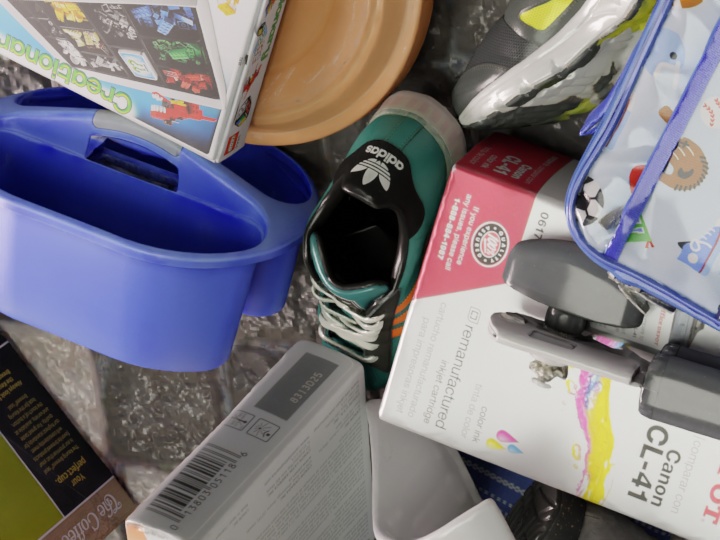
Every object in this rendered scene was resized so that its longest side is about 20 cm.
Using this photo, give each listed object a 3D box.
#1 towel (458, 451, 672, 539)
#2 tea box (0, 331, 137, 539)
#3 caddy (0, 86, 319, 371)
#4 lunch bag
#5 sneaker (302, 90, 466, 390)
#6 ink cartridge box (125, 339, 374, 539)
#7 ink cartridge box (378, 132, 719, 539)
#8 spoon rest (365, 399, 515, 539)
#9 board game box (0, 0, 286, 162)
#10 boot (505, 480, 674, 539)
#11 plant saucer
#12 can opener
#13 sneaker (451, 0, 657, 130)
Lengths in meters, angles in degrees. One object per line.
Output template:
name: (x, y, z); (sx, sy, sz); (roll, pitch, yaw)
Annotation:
towel: (0.104, 0.107, 1.556); (0.145, 0.024, 0.200); (27, 123, 12)
tea box: (-0.269, 0.130, 1.647); (0.134, 0.200, 0.197); (-38, 91, 33)
caddy: (-0.120, -0.034, 1.536); (0.200, 0.141, 0.105); (20, 124, 18)
lunch bag: (0.186, -0.063, 1.326); (0.160, 0.076, 0.200); (31, 111, 12)
sneaker: (0.000, 0.000, 1.505); (0.071, 0.080, 0.200); (28, 138, 17)
ink cartridge box: (-0.053, 0.159, 1.550); (0.050, 0.162, 0.200); (23, 137, 24)
ink cartridge box: (0.127, 0.036, 1.452); (0.200, 0.086, 0.148); (21, 109, 15)
spoon rest: (0.033, 0.121, 1.479); (0.061, 0.200, 0.099); (-27, 101, -3)
board game box: (-0.134, -0.154, 1.475); (0.200, 0.035, 0.126); (27, 120, 15)
boot: (0.116, 0.188, 1.533); (0.132, 0.070, 0.200); (22, 148, -12)
plant saucer: (-0.058, -0.158, 1.474); (0.200, 0.032, 0.201); (11, 116, 23)
can opener: (0.154, 0.044, 1.371); (0.200, 0.053, 0.067); (21, 107, 12)
sneaker: (0.110, -0.141, 1.424); (0.200, 0.074, 0.085); (-40, 64, 39)
